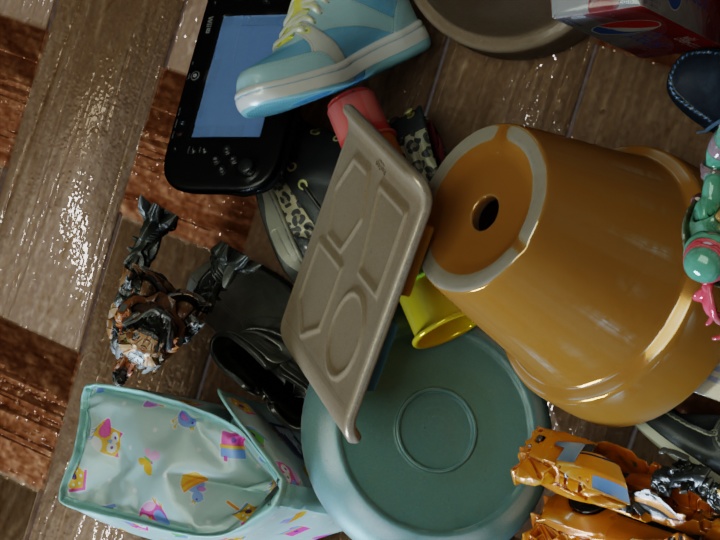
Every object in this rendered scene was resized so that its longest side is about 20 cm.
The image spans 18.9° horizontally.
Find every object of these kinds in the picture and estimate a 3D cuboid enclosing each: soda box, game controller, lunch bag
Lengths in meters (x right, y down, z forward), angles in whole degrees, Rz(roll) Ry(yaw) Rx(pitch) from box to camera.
[{"bbox_3d":[0.199,-0.199,1.543,0.069,0.200,0.064,-6,85,25],"label":"soda box"},{"bbox_3d":[-0.090,-0.149,1.699,0.103,0.042,0.202,5,66,18],"label":"game controller"},{"bbox_3d":[-0.106,0.159,1.692,0.198,0.170,0.123,7,81,26],"label":"lunch bag"}]

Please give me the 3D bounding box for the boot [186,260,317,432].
[{"bbox_3d":[-0.082,0.052,1.707,0.199,0.130,0.068,37,104,23],"label":"boot"}]

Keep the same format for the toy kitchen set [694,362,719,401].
[{"bbox_3d":[0.336,0.017,1.489,0.179,0.163,0.202,19,96,25],"label":"toy kitchen set"}]

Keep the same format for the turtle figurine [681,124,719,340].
[{"bbox_3d":[0.264,-0.037,1.450,0.100,0.200,0.151,-19,104,34],"label":"turtle figurine"}]

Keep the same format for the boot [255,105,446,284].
[{"bbox_3d":[-0.016,-0.103,1.721,0.153,0.073,0.205,-24,71,14],"label":"boot"}]

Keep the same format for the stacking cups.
[{"bbox_3d":[0.025,-0.043,1.626,0.060,0.060,0.201,-31,74,21],"label":"stacking cups"}]

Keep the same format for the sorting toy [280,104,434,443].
[{"bbox_3d":[0.000,0.000,1.557,0.185,0.036,0.202,-129,51,-64],"label":"sorting toy"}]

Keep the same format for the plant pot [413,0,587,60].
[{"bbox_3d":[0.093,-0.267,1.613,0.198,0.174,0.203,-1,88,27],"label":"plant pot"}]

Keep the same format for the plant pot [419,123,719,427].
[{"bbox_3d":[0.144,-0.013,1.532,0.199,0.182,0.202,-27,51,38],"label":"plant pot"}]

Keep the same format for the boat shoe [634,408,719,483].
[{"bbox_3d":[0.280,0.133,1.567,0.199,0.072,0.068,30,94,20],"label":"boat shoe"}]

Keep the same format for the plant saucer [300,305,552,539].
[{"bbox_3d":[0.054,0.122,1.629,0.198,0.027,0.202,3,78,-14],"label":"plant saucer"}]

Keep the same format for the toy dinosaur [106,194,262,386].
[{"bbox_3d":[-0.161,0.024,1.668,0.137,0.102,0.200,-61,27,-1],"label":"toy dinosaur"}]

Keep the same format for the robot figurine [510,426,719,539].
[{"bbox_3d":[0.209,0.189,1.572,0.199,0.058,0.146,18,139,33],"label":"robot figurine"}]

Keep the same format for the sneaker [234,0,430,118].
[{"bbox_3d":[-0.041,-0.197,1.640,0.079,0.199,0.132,-18,97,43],"label":"sneaker"}]

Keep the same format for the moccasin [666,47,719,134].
[{"bbox_3d":[0.311,-0.119,1.558,0.199,0.068,0.081,19,96,25],"label":"moccasin"}]
